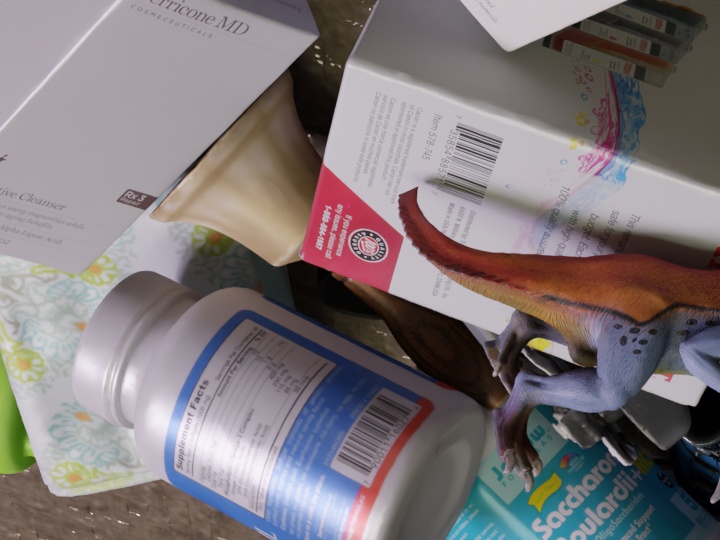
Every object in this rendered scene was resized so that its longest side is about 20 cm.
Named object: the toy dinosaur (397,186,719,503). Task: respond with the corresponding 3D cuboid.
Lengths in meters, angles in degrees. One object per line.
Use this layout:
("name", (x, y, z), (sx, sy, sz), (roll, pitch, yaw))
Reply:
("toy dinosaur", (0.137, 0.027, 0.837), (0.181, 0.105, 0.200), (-27, 110, 20))

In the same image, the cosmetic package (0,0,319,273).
("cosmetic package", (-0.129, -0.094, 0.993), (0.113, 0.081, 0.200), (13, 136, -42))

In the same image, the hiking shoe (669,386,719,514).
("hiking shoe", (0.183, 0.067, 1.074), (0.074, 0.087, 0.200), (27, 142, 24))

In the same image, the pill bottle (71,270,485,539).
("pill bottle", (-0.046, 0.076, 1.065), (0.200, 0.112, 0.112), (26, 144, 23))

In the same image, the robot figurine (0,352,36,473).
("robot figurine", (-0.254, 0.056, 1.276), (0.200, 0.116, 0.176), (15, 126, 10))

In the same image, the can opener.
("can opener", (0.082, 0.017, 1.029), (0.066, 0.053, 0.200), (-43, 91, 8))

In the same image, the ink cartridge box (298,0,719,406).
("ink cartridge box", (0.096, -0.061, 0.934), (0.200, 0.145, 0.145), (21, 142, 3))

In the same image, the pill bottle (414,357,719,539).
("pill bottle", (0.102, 0.125, 1.127), (0.200, 0.111, 0.111), (43, 142, 7))

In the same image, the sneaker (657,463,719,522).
("sneaker", (0.130, 0.169, 1.211), (0.200, 0.109, 0.070), (7, 139, 21))

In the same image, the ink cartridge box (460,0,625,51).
("ink cartridge box", (0.128, -0.175, 0.810), (0.200, 0.116, 0.067), (-21, 123, 41))

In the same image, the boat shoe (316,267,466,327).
("boat shoe", (0.057, 0.003, 1.098), (0.201, 0.063, 0.074), (-3, 136, 33))

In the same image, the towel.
("towel", (-0.119, 0.034, 1.166), (0.171, 0.048, 0.200), (-11, 122, 1))

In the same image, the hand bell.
("hand bell", (0.000, 0.000, 1.062), (0.200, 0.104, 0.104), (42, 139, -6))
